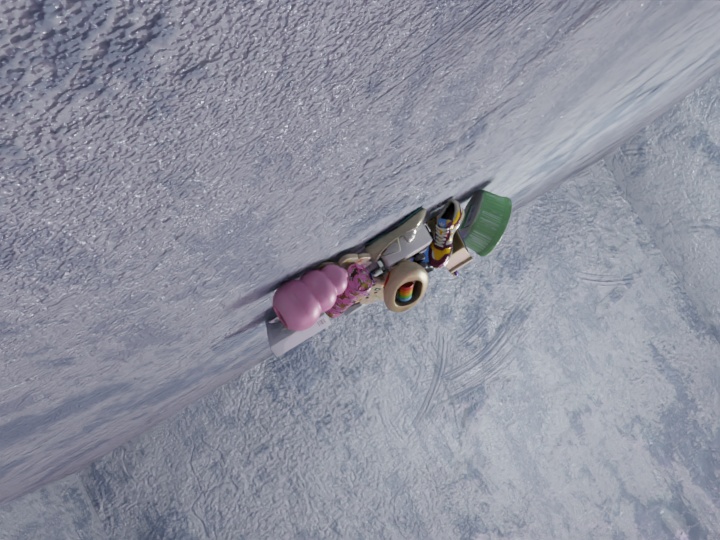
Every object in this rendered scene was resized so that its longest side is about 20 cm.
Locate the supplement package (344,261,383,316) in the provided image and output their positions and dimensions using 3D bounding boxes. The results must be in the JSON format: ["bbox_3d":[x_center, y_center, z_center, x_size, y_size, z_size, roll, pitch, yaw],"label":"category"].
[{"bbox_3d":[0.017,0.057,2.035,0.199,0.118,0.117,-26,172,-39],"label":"supplement package"}]

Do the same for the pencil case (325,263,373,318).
[{"bbox_3d":[-0.042,0.057,1.544,0.086,0.083,0.200,-34,174,-36],"label":"pencil case"}]

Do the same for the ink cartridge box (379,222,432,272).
[{"bbox_3d":[0.121,-0.071,1.672,0.145,0.085,0.200,-30,175,0],"label":"ink cartridge box"}]

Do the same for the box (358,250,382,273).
[{"bbox_3d":[0.000,0.000,1.742,0.116,0.061,0.200,-31,172,3],"label":"box"}]

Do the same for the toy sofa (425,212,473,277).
[{"bbox_3d":[0.278,-0.084,1.775,0.082,0.201,0.098,-32,130,16],"label":"toy sofa"}]

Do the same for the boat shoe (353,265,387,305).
[{"bbox_3d":[0.037,0.054,1.854,0.201,0.075,0.075,-36,-145,-7],"label":"boat shoe"}]

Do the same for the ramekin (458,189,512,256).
[{"bbox_3d":[0.384,-0.156,1.824,0.200,0.097,0.203,-157,-90,-82],"label":"ramekin"}]

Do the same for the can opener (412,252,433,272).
[{"bbox_3d":[0.187,-0.022,1.735,0.065,0.053,0.200,-15,174,5],"label":"can opener"}]

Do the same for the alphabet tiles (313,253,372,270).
[{"bbox_3d":[-0.066,0.008,1.538,0.194,0.015,0.199,-3,155,-48],"label":"alphabet tiles"}]

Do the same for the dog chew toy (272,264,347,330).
[{"bbox_3d":[-0.116,0.057,1.413,0.199,0.125,0.125,-35,176,-19],"label":"dog chew toy"}]

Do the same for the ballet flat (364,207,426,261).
[{"bbox_3d":[0.103,-0.089,1.537,0.199,0.070,0.069,-33,173,15],"label":"ballet flat"}]

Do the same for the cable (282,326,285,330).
[{"bbox_3d":[-0.155,0.115,1.676,0.097,0.051,0.200,-27,173,-42],"label":"cable"}]

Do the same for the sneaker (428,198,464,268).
[{"bbox_3d":[0.236,-0.109,1.658,0.090,0.074,0.203,32,74,-62],"label":"sneaker"}]

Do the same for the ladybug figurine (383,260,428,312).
[{"bbox_3d":[0.122,0.042,1.637,0.134,0.072,0.201,-13,143,-18],"label":"ladybug figurine"}]

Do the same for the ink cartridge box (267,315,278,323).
[{"bbox_3d":[-0.191,0.095,1.731,0.199,0.037,0.095,-33,173,-1],"label":"ink cartridge box"}]

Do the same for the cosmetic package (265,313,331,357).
[{"bbox_3d":[-0.199,0.164,1.812,0.198,0.052,0.151,-31,-147,2],"label":"cosmetic package"}]

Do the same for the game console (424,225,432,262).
[{"bbox_3d":[0.157,-0.047,1.889,0.199,0.117,0.175,-35,173,30],"label":"game console"}]

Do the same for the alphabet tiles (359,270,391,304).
[{"bbox_3d":[0.058,0.053,1.743,0.194,0.015,0.199,11,146,-43],"label":"alphabet tiles"}]
